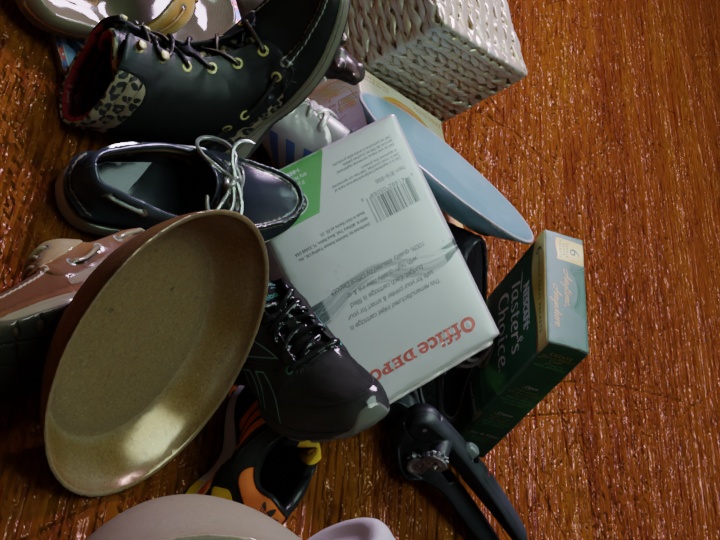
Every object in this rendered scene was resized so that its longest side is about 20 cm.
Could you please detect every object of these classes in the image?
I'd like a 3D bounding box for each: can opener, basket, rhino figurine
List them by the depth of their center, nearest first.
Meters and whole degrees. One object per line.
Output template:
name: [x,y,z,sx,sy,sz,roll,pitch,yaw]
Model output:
rhino figurine: [-0.059,-0.202,1.259,0.087,0.060,0.200,23,14,-44]
can opener: [0.090,0.182,1.290,0.200,0.063,0.079,50,31,-27]
basket: [0.040,-0.259,1.454,0.197,0.159,0.203,17,55,-56]

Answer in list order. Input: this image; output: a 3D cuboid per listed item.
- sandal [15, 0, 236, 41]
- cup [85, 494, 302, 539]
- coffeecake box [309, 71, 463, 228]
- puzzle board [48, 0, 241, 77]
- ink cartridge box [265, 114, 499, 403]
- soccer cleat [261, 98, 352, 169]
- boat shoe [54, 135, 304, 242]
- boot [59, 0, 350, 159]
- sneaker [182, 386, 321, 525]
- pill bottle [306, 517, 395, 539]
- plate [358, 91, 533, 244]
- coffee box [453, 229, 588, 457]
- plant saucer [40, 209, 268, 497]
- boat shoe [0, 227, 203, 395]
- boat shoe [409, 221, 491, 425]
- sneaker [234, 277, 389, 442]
sandal: [-0.165,-0.203,1.099,0.198,0.054,0.081,4,64,-45]
cup: [-0.099,0.208,0.835,0.201,0.199,0.143,53,1,-22]
coffeecake box: [0.027,-0.065,1.366,0.153,0.072,0.203,26,47,-52]
puzzle board: [-0.169,-0.217,1.157,0.199,0.017,0.153,-2,70,-48]
ink cartridge box: [0.000,0.000,1.182,0.145,0.083,0.202,-27,93,-19]
soccer cleat: [-0.056,-0.128,1.256,0.201,0.086,0.070,58,28,-14]
boat shoe: [-0.118,-0.059,1.053,0.198,0.062,0.076,8,69,-35]
boot: [-0.112,-0.158,1.076,0.153,0.204,0.074,18,29,-48]
sneaker: [-0.057,0.128,1.045,0.070,0.089,0.201,55,30,-18]
pill bottle: [0.019,0.285,1.028,0.201,0.113,0.114,59,28,-12]
plate: [0.070,-0.083,1.288,0.199,0.026,0.200,37,14,-11]
coffee box: [0.137,0.068,1.319,0.043,0.200,0.124,17,53,-16]
plant saucer: [-0.135,0.046,0.924,0.035,0.202,0.199,30,15,25]
boat shoe: [-0.185,0.020,0.943,0.074,0.076,0.199,39,30,21]
boat shoe: [0.083,0.057,1.287,0.071,0.067,0.203,-23,122,-46]
sneaker: [-0.055,0.055,1.020,0.075,0.199,0.080,-26,121,-29]
